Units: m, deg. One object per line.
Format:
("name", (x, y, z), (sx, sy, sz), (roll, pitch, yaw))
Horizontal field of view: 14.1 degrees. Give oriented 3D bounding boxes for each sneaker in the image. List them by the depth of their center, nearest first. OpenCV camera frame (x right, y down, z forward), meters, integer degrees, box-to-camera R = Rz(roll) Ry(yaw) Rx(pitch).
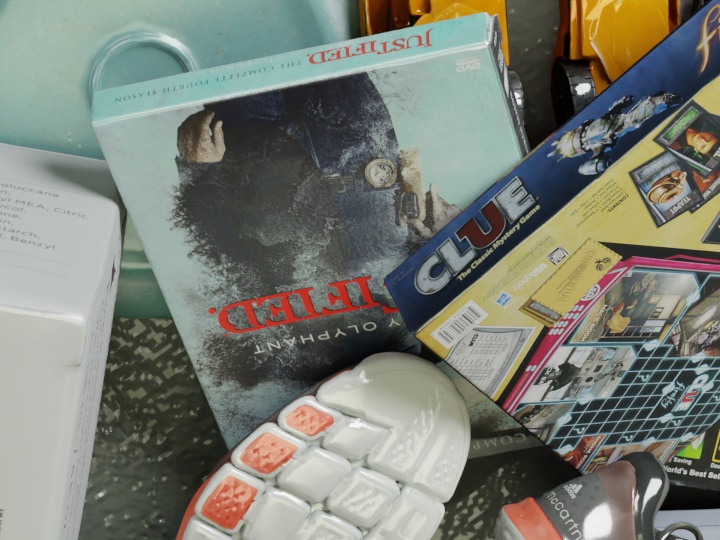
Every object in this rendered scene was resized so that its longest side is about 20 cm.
("sneaker", (0.127, 0.151, 1.084), (0.082, 0.077, 0.200), (-33, 120, -1))
("sneaker", (-0.040, 0.101, 1.094), (0.077, 0.082, 0.200), (40, 102, -14))

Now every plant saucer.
("plant saucer", (-0.080, -0.071, 1.077), (0.199, 0.036, 0.201), (-1, 108, -4))

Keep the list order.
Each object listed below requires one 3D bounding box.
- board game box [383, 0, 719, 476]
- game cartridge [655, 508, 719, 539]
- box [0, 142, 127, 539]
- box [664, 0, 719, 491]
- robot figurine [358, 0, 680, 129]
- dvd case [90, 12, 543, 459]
("board game box", (0.125, -0.018, 1.035), (0.200, 0.035, 0.135), (-40, 131, 11))
("game cartridge", (0.134, 0.188, 1.159), (0.133, 0.042, 0.201), (-5, 115, 4))
("box", (-0.196, 0.057, 1.040), (0.199, 0.131, 0.200), (9, 117, -3))
("box", (0.207, -0.003, 1.114), (0.199, 0.048, 0.194), (9, 111, -7))
("robot figurine", (0.057, -0.121, 1.054), (0.144, 0.058, 0.201), (-7, 109, -11))
("dvd case", (0.000, 0.000, 1.062), (0.145, 0.022, 0.200), (-10, 134, 9))
